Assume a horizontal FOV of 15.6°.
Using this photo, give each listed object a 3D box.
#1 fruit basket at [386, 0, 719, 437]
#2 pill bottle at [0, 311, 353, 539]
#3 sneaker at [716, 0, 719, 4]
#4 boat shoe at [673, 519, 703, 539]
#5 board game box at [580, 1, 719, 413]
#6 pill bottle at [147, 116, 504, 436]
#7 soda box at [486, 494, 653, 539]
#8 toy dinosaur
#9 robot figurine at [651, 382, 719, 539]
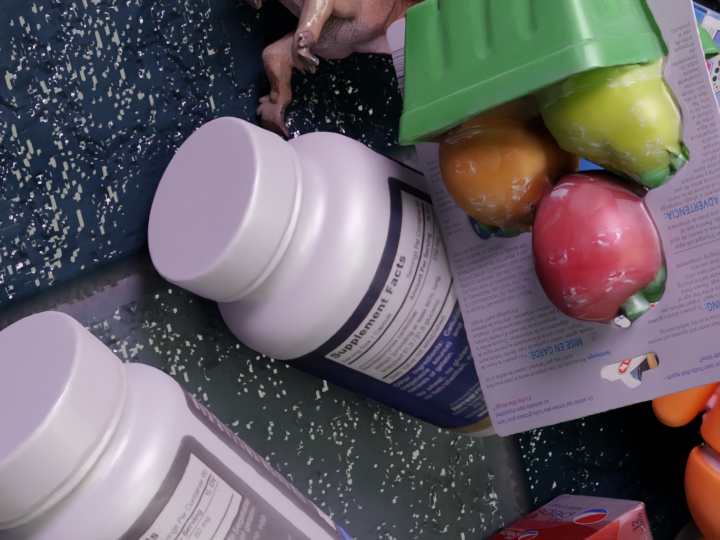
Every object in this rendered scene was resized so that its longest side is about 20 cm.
[{"bbox_3d":[0.100,-0.040,1.157,0.093,0.185,0.201,-18,89,-41],"label":"fruit basket"},{"bbox_3d":[-0.096,0.114,1.190,0.200,0.114,0.114,44,67,-30],"label":"pill bottle"},{"bbox_3d":[0.274,-0.192,1.474,0.199,0.090,0.079,-14,103,-35],"label":"sneaker"},{"bbox_3d":[0.259,0.123,1.486,0.200,0.065,0.072,-35,95,-28],"label":"boat shoe"},{"bbox_3d":[0.193,-0.028,1.401,0.195,0.056,0.201,18,102,-37],"label":"board game box"},{"bbox_3d":[0.000,0.000,1.260,0.199,0.111,0.112,24,78,-36],"label":"pill bottle"},{"bbox_3d":[0.132,0.224,1.403,0.070,0.063,0.201,-26,108,-34],"label":"soda box"},{"bbox_3d":[-0.016,-0.157,1.258,0.136,0.086,0.200,-49,115,-24],"label":"toy dinosaur"},{"bbox_3d":[0.240,0.078,1.375,0.143,0.117,0.201,14,103,-39],"label":"robot figurine"}]
